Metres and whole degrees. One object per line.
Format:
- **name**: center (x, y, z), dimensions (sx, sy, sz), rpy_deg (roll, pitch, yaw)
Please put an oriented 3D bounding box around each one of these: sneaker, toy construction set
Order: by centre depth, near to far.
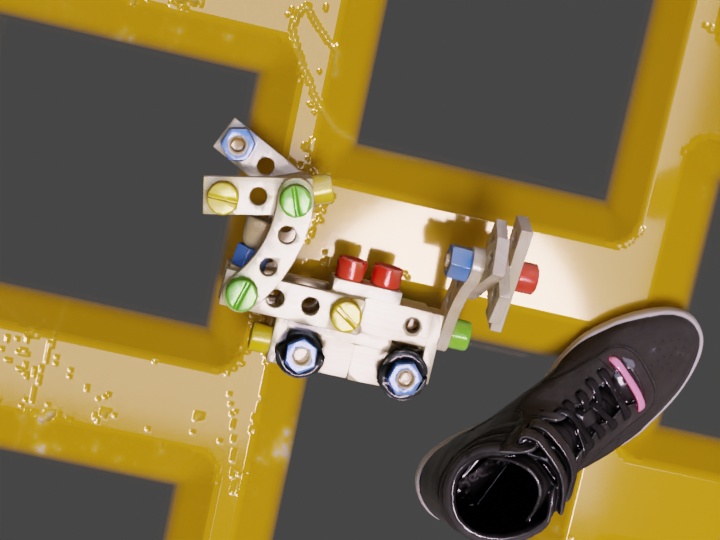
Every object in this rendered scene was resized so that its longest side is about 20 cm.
- **toy construction set**: center (0.000, 0.000, 0.749), dimensions (0.197, 0.092, 0.133), rpy_deg (15, 97, 7)
- **sneaker**: center (0.123, 0.094, 0.758), dimensions (0.198, 0.099, 0.071), rpy_deg (-33, 97, 1)
